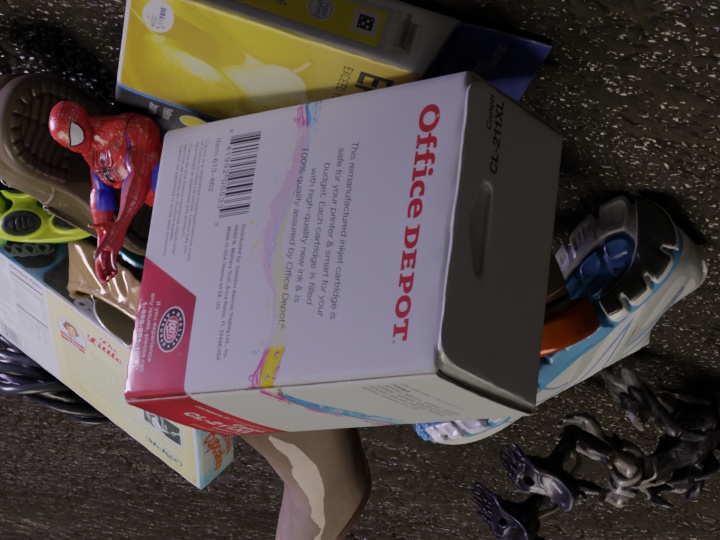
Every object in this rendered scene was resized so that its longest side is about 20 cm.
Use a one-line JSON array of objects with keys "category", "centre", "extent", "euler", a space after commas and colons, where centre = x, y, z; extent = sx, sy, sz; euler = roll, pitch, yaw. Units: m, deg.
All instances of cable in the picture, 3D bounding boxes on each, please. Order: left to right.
[{"category": "cable", "centre": [-0.224, 0.069, 1.485], "extent": [0.163, 0.051, 0.200], "euler": [30, -176, -46]}]

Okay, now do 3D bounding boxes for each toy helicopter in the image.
[{"category": "toy helicopter", "centre": [0.019, 0.032, 1.073], "extent": [0.199, 0.079, 0.132], "euler": [-18, -173, 44]}]

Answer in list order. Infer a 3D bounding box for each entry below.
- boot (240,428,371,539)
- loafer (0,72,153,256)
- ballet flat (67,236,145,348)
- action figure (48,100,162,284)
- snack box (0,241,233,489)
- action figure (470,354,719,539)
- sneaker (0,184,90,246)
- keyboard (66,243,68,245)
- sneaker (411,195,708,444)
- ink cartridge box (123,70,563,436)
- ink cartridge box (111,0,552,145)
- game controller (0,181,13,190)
[{"category": "boot", "centre": [-0.051, 0.107, 1.384], "extent": [0.146, 0.201, 0.070], "euler": [25, -175, -38]}, {"category": "loafer", "centre": [-0.162, -0.067, 1.154], "extent": [0.067, 0.076, 0.200], "euler": [19, 169, 29]}, {"category": "ballet flat", "centre": [-0.117, 0.026, 1.218], "extent": [0.068, 0.063, 0.200], "euler": [5, -162, -38]}, {"category": "action figure", "centre": [-0.101, -0.014, 1.087], "extent": [0.065, 0.099, 0.200], "euler": [-7, 144, 45]}, {"category": "snack box", "centre": [-0.169, 0.051, 1.338], "extent": [0.200, 0.037, 0.116], "euler": [35, 151, 21]}, {"category": "action figure", "centre": [0.173, 0.112, 1.335], "extent": [0.199, 0.102, 0.119], "euler": [-16, 144, -30]}, {"category": "sneaker", "centre": [-0.236, -0.052, 1.274], "extent": [0.199, 0.075, 0.083], "euler": [6, 173, 30]}, {"category": "keyboard", "centre": [-0.178, -0.027, 1.354], "extent": [0.127, 0.021, 0.200], "euler": [22, 159, -17]}, {"category": "sneaker", "centre": [0.115, 0.041, 1.134], "extent": [0.200, 0.075, 0.086], "euler": [-35, 148, 24]}, {"category": "ink cartridge box", "centre": [-0.009, -0.001, 0.971], "extent": [0.199, 0.147, 0.083], "euler": [-7, 158, 39]}, {"category": "ink cartridge box", "centre": [-0.025, -0.090, 1.022], "extent": [0.199, 0.047, 0.198], "euler": [19, 160, -3]}, {"category": "game controller", "centre": [-0.263, -0.106, 1.143], "extent": [0.104, 0.042, 0.200], "euler": [9, 153, 23]}]
